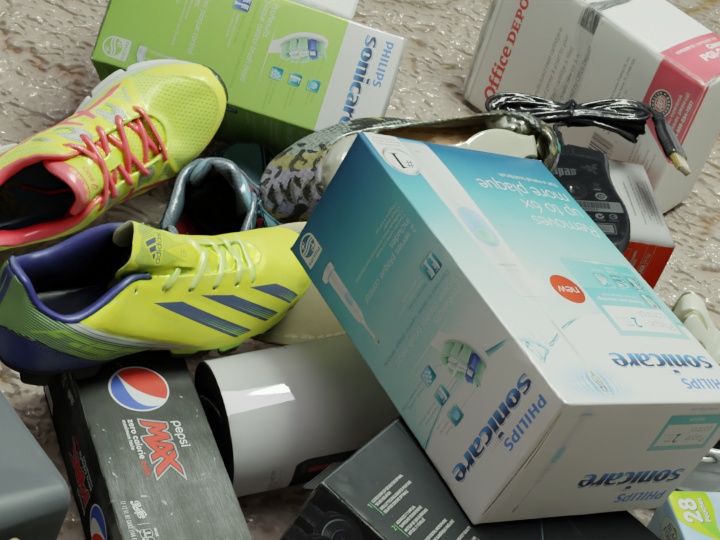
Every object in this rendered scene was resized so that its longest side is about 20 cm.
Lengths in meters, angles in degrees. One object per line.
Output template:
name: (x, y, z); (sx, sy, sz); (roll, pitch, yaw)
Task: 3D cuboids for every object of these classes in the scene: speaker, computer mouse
speaker: (0.006, 0.074, 0.823); (0.199, 0.082, 0.081); (-9, 45, -21)
computer mouse: (0.167, -0.056, 0.993); (0.139, 0.046, 0.201); (0, 39, -8)

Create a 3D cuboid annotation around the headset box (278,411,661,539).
headset box: (0.059, 0.158, 0.697); (0.200, 0.093, 0.174); (40, 27, 10)

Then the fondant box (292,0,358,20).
fondant box: (-0.085, -0.210, 1.056); (0.144, 0.200, 0.059); (19, 80, -11)

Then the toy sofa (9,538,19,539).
toy sofa: (-0.124, 0.221, 0.609); (0.200, 0.083, 0.097); (35, 46, 20)

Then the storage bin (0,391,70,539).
storage bin: (-0.239, 0.089, 0.690); (0.134, 0.146, 0.200); (-9, 45, -45)

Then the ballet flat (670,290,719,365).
ballet flat: (0.189, 0.039, 0.965); (0.199, 0.073, 0.068); (18, 34, -1)

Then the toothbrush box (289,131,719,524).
toothbrush box: (0.078, 0.027, 0.737); (0.146, 0.085, 0.200); (5, 39, -40)

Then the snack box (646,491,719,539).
snack box: (0.275, 0.210, 0.798); (0.199, 0.068, 0.169); (3, 41, -17)

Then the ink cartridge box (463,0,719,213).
ink cartridge box: (0.193, -0.154, 1.141); (0.200, 0.146, 0.085); (40, 44, 25)

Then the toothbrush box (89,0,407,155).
toothbrush box: (-0.077, -0.139, 1.005); (0.199, 0.087, 0.146); (19, -7, 0)

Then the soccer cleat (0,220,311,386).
soccer cleat: (-0.105, 0.005, 0.771); (0.199, 0.084, 0.065); (-15, 49, -31)

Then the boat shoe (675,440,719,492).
boat shoe: (0.151, 0.082, 0.900); (0.199, 0.066, 0.074); (23, 38, 9)

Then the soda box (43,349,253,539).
soda box: (-0.115, 0.111, 0.762); (0.070, 0.064, 0.200); (-3, 44, -25)

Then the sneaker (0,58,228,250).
sneaker: (-0.167, -0.064, 0.887); (0.199, 0.078, 0.090); (-32, 22, -9)

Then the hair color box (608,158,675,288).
hair color box: (0.120, -0.041, 1.044); (0.199, 0.061, 0.102); (9, 40, -13)

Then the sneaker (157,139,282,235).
sneaker: (-0.085, -0.038, 0.928); (0.079, 0.096, 0.200); (18, 38, 0)

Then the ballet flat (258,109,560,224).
ballet flat: (0.035, -0.069, 0.903); (0.199, 0.072, 0.072); (-8, 43, -10)

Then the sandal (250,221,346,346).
sandal: (0.001, 0.006, 0.895); (0.210, 0.070, 0.078); (-12, 82, -15)
